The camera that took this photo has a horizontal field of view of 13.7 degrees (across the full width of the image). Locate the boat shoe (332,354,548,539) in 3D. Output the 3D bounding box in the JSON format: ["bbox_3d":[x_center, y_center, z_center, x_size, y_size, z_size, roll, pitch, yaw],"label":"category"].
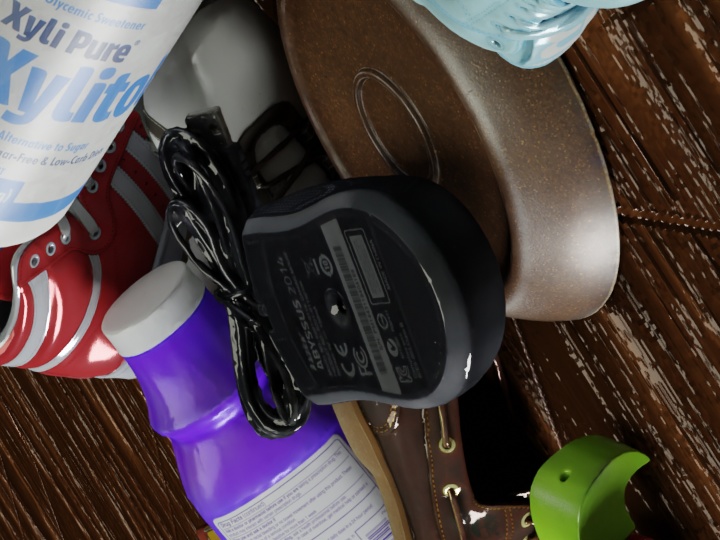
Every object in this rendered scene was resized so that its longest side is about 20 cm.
[{"bbox_3d":[0.047,0.091,1.273,0.070,0.071,0.201,-8,127,25],"label":"boat shoe"}]

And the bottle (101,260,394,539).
[{"bbox_3d":[-0.036,0.085,1.323,0.200,0.083,0.065,51,-170,-20],"label":"bottle"}]

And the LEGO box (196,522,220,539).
[{"bbox_3d":[0.015,0.183,1.464,0.201,0.077,0.149,59,160,1],"label":"LEGO box"}]

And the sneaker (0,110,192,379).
[{"bbox_3d":[-0.127,-0.050,1.310,0.071,0.112,0.202,15,100,43],"label":"sneaker"}]

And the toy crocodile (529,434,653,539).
[{"bbox_3d":[0.124,0.158,1.209,0.201,0.062,0.067,59,160,-15],"label":"toy crocodile"}]

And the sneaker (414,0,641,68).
[{"bbox_3d":[0.062,-0.103,0.961,0.082,0.074,0.200,62,171,-24],"label":"sneaker"}]

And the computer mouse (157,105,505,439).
[{"bbox_3d":[0.000,0.000,1.161,0.200,0.053,0.139,3,113,59],"label":"computer mouse"}]

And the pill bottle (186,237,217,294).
[{"bbox_3d":[-0.151,-0.051,1.474,0.200,0.112,0.113,35,150,49],"label":"pill bottle"}]

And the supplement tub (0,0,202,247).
[{"bbox_3d":[-0.128,-0.120,1.162,0.132,0.132,0.200,50,124,22],"label":"supplement tub"}]

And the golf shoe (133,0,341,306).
[{"bbox_3d":[-0.030,-0.040,1.271,0.094,0.078,0.201,33,158,40],"label":"golf shoe"}]

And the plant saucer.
[{"bbox_3d":[0.025,-0.061,1.154,0.200,0.034,0.201,48,157,28],"label":"plant saucer"}]
